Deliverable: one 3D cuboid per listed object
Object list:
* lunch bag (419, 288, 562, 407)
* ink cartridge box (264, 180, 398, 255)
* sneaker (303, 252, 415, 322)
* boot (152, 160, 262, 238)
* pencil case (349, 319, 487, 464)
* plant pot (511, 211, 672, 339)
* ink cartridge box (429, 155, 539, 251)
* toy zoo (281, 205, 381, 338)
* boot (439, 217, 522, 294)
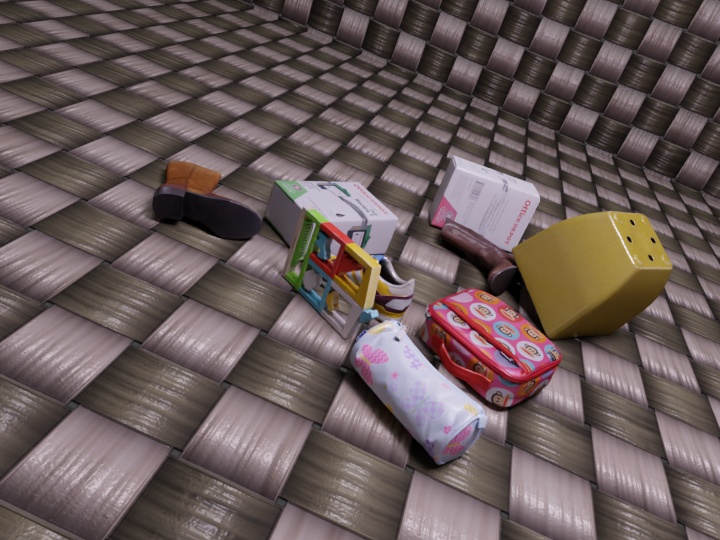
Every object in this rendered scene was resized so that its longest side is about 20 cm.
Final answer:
[{"bbox_3d":[0.191,0.119,0.994,0.176,0.082,0.200,-14,43,-41],"label":"lunch bag"},{"bbox_3d":[-0.052,-0.097,1.182,0.199,0.085,0.146,-7,40,-40],"label":"ink cartridge box"},{"bbox_3d":[0.000,0.000,1.047,0.199,0.090,0.075,30,30,15],"label":"sneaker"},{"bbox_3d":[-0.267,-0.130,1.144,0.187,0.069,0.200,7,24,-10],"label":"boot"},{"bbox_3d":[0.073,0.155,0.838,0.200,0.091,0.083,46,-3,34],"label":"pencil case"},{"bbox_3d":[0.440,-0.007,1.176,0.195,0.200,0.195,0,61,-33],"label":"plant pot"},{"bbox_3d":[0.271,-0.146,1.414,0.199,0.147,0.083,18,27,-7],"label":"ink cartridge box"},{"bbox_3d":[-0.040,0.009,0.964,0.020,0.132,0.200,-11,41,-44],"label":"toy zoo"},{"bbox_3d":[0.227,-0.038,1.288,0.200,0.064,0.186,39,20,22],"label":"boot"}]
